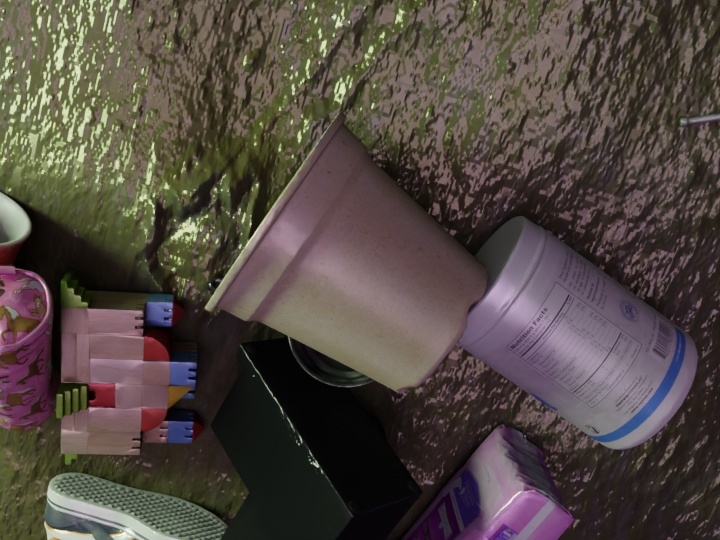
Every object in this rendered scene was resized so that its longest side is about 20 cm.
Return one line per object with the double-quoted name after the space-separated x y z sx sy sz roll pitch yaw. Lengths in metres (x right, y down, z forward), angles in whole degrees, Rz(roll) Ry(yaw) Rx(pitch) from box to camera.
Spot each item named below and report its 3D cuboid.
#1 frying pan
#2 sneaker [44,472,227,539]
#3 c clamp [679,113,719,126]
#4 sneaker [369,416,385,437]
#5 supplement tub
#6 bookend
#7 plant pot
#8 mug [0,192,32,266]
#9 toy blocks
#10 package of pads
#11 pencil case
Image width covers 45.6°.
-0.049 0.058 0.818 0.189 0.031 0.116 -5 72 2 "frying pan"
-0.233 0.277 0.892 0.199 0.078 0.080 15 102 10 "sneaker"
0.369 -0.228 0.739 0.170 0.027 0.201 -2 107 4 "c clamp"
-0.018 0.244 0.873 0.089 0.070 0.201 1 108 0 "sneaker"
0.188 0.058 0.777 0.200 0.132 0.132 35 105 -6 "supplement tub"
-0.072 0.205 0.824 0.199 0.092 0.200 50 124 31 "bookend"
0.000 0.000 0.733 0.183 0.201 0.201 34 105 -6 "plant pot"
-0.415 0.014 0.819 0.133 0.178 0.201 10 116 -38 "mug"
-0.219 0.101 0.840 0.136 0.100 0.201 2 107 -10 "toy blocks"
0.113 0.262 0.846 0.076 0.121 0.200 34 105 -13 "package of pads"
-0.317 0.074 0.782 0.086 0.083 0.200 43 148 10 "pencil case"
